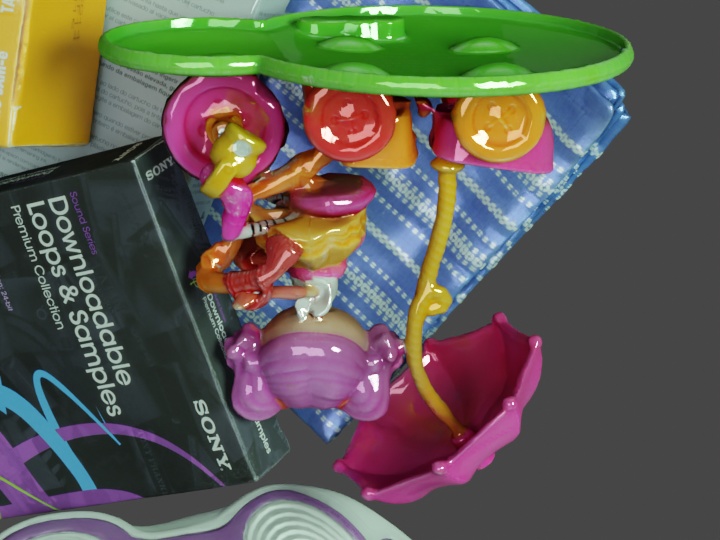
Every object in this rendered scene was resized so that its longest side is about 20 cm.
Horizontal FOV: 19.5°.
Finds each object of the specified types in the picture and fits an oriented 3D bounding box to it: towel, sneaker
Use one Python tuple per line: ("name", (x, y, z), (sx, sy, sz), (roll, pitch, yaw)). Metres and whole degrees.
("towel", (-0.001, -0.043, 0.883), (0.145, 0.024, 0.200), (43, 104, 6))
("sneaker", (-0.065, 0.141, 0.904), (0.200, 0.100, 0.075), (2, 61, -5))

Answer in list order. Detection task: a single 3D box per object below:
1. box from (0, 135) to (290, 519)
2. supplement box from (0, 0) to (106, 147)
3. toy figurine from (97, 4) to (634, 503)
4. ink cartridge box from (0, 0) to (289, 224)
("box", (-0.140, 0.032, 0.877), (0.200, 0.036, 0.143), (-12, 107, 29))
("supplement box", (-0.206, -0.126, 0.852), (0.200, 0.074, 0.126), (10, 97, 19))
("toy figurine", (0.000, 0.000, 0.808), (0.200, 0.150, 0.184), (0, 107, -4))
("ink cartridge box", (-0.134, -0.111, 0.889), (0.196, 0.043, 0.200), (26, 102, 15))
